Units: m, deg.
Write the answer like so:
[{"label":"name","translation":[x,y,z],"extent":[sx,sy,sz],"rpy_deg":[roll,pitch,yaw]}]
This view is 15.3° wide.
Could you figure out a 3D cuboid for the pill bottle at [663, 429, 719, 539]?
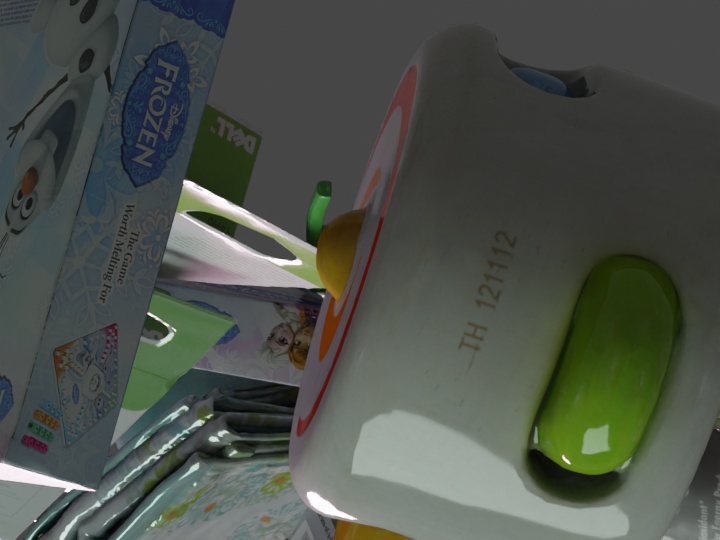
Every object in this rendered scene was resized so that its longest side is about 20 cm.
[{"label":"pill bottle","translation":[0.158,0.100,1.421],"extent":[0.199,0.115,0.114],"rpy_deg":[9,167,28]}]

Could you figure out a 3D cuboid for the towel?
[{"label":"towel","translation":[-0.069,0.113,1.409],"extent":[0.170,0.048,0.200],"rpy_deg":[-7,156,-43]}]

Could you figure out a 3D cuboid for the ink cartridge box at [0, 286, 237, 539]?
[{"label":"ink cartridge box","translation":[-0.152,0.038,1.204],"extent":[0.103,0.060,0.200],"rpy_deg":[22,134,-29]}]

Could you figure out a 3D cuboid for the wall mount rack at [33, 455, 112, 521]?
[{"label":"wall mount rack","translation":[-0.218,0.118,1.503],"extent":[0.198,0.075,0.174],"rpy_deg":[12,157,5]}]

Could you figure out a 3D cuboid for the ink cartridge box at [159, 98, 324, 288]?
[{"label":"ink cartridge box","translation":[-0.092,-0.050,1.138],"extent":[0.199,0.076,0.148],"rpy_deg":[5,164,39]}]

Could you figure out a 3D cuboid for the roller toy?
[{"label":"roller toy","translation":[0.050,0.013,0.956],"extent":[0.139,0.183,0.200],"rpy_deg":[18,144,-5]}]

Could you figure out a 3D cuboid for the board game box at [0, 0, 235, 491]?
[{"label":"board game box","translation":[-0.133,-0.025,0.994],"extent":[0.043,0.201,0.199],"rpy_deg":[22,168,-32]}]

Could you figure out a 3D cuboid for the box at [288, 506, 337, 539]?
[{"label":"box","translation":[0.035,0.105,1.266],"extent":[0.041,0.201,0.156],"rpy_deg":[20,-161,-24]}]

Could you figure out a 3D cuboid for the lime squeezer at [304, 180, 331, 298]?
[{"label":"lime squeezer","translation":[0.000,0.000,1.351],"extent":[0.070,0.038,0.200],"rpy_deg":[10,166,32]}]

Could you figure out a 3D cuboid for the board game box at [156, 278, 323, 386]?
[{"label":"board game box","translation":[-0.127,0.011,1.354],"extent":[0.198,0.041,0.199],"rpy_deg":[10,-176,-19]}]

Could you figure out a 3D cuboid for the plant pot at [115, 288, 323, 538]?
[{"label":"plant pot","translation":[-0.070,0.081,1.600],"extent":[0.199,0.135,0.200],"rpy_deg":[15,170,3]}]

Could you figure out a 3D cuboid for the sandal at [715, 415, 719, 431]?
[{"label":"sandal","translation":[0.158,0.037,1.268],"extent":[0.080,0.057,0.201],"rpy_deg":[52,-158,22]}]
